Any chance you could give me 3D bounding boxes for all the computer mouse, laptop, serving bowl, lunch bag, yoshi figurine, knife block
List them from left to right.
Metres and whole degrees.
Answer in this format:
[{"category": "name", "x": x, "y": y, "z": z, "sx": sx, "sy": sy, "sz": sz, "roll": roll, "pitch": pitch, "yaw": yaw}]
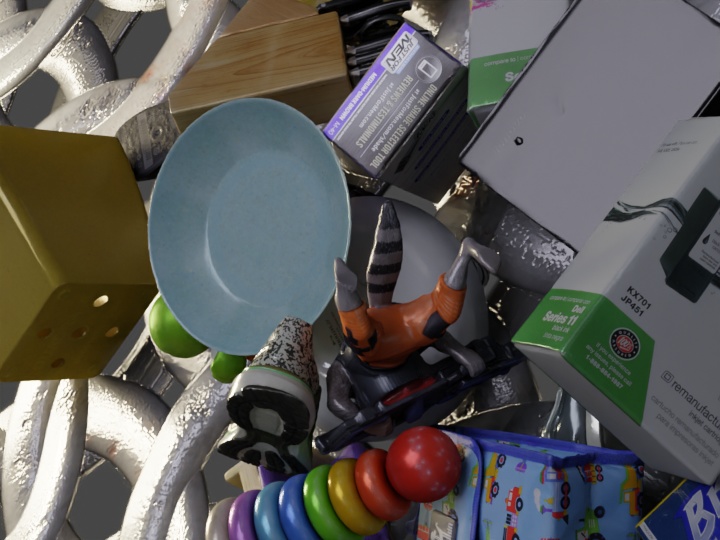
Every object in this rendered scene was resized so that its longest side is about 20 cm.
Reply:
[{"category": "computer mouse", "x": -0.157, "y": -0.119, "z": 1.714, "sx": 0.200, "sy": 0.046, "sz": 0.141, "roll": -32, "pitch": 59, "yaw": 25}, {"category": "yoshi figurine", "x": -0.129, "y": -0.006, "z": 1.475, "sx": 0.112, "sy": 0.112, "sz": 0.201, "roll": -6, "pitch": 71, "yaw": 33}, {"category": "knife block", "x": -0.039, "y": -0.159, "z": 1.472, "sx": 0.175, "sy": 0.064, "sz": 0.200, "roll": 29, "pitch": 70, "yaw": 24}, {"category": "serving bowl", "x": -0.002, "y": 0.043, "z": 1.381, "sx": 0.199, "sy": 0.066, "sz": 0.201, "roll": 3, "pitch": 97, "yaw": 22}, {"category": "lunch bag", "x": 0.102, "y": 0.194, "z": 1.247, "sx": 0.200, "sy": 0.094, "sz": 0.151, "roll": 3, "pitch": 90, "yaw": 56}, {"category": "laptop", "x": 0.215, "y": -0.085, "z": 1.252, "sx": 0.188, "sy": 0.200, "sz": 0.116, "roll": -53, "pitch": 27, "yaw": 6}]

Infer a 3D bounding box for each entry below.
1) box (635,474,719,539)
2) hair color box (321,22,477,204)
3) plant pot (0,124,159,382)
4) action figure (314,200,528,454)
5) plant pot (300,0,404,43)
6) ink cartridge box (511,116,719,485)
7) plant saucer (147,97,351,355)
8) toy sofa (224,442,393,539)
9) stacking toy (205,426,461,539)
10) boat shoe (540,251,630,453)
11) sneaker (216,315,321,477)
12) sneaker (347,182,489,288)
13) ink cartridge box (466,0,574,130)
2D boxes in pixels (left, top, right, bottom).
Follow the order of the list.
[{"category": "box", "x": 0.281, "y": 0.134, "z": 1.140, "sx": 0.200, "sy": 0.064, "sz": 0.070, "roll": -46, "pitch": 44, "yaw": 13}, {"category": "hair color box", "x": 0.050, "y": -0.122, "z": 1.402, "sx": 0.065, "sy": 0.200, "sz": 0.109, "roll": 39, "pitch": 97, "yaw": 13}, {"category": "plant pot", "x": -0.309, "y": -0.003, "z": 1.667, "sx": 0.200, "sy": 0.200, "sz": 0.177, "roll": -51, "pitch": 60, "yaw": 26}, {"category": "action figure", "x": 0.043, "y": 0.042, "z": 1.265, "sx": 0.105, "sy": 0.199, "sz": 0.194, "roll": 55, "pitch": 150, "yaw": 28}, {"category": "plant pot", "x": -0.003, "y": -0.312, "z": 1.580, "sx": 0.201, "sy": 0.200, "sz": 0.189, "roll": 41, "pitch": 113, "yaw": 47}, {"category": "ink cartridge box", "x": 0.221, "y": 0.017, "z": 1.148, "sx": 0.200, "sy": 0.147, "sz": 0.083, "roll": -53, "pitch": 16, "yaw": -10}, {"category": "plant saucer", "x": -0.080, "y": -0.034, "z": 1.366, "sx": 0.200, "sy": 0.039, "sz": 0.202, "roll": -1, "pitch": 88, "yaw": 34}, {"category": "toy sofa", "x": -0.029, "y": 0.221, "z": 1.366, "sx": 0.098, "sy": 0.083, "sz": 0.200, "roll": -39, "pitch": 46, "yaw": 22}, {"category": "stacking toy", "x": -0.013, "y": 0.173, "z": 1.262, "sx": 0.200, "sy": 0.085, "sz": 0.086, "roll": -27, "pitch": 51, "yaw": 25}, {"category": "boat shoe", "x": 0.164, "y": 0.051, "z": 1.291, "sx": 0.062, "sy": 0.073, "sz": 0.201, "roll": -12, "pitch": 65, "yaw": 35}, {"category": "sneaker", "x": -0.056, "y": 0.095, "z": 1.300, "sx": 0.200, "sy": 0.077, "sz": 0.089, "roll": 111, "pitch": 180, "yaw": -65}, {"category": "sneaker", "x": 0.000, "y": 0.000, "z": 1.442, "sx": 0.200, "sy": 0.076, "sz": 0.116, "roll": 32, "pitch": 99, "yaw": 25}, {"category": "ink cartridge box", "x": 0.144, "y": -0.178, "z": 1.375, "sx": 0.087, "sy": 0.145, "sz": 0.201, "roll": -9, "pitch": 59, "yaw": 18}]
